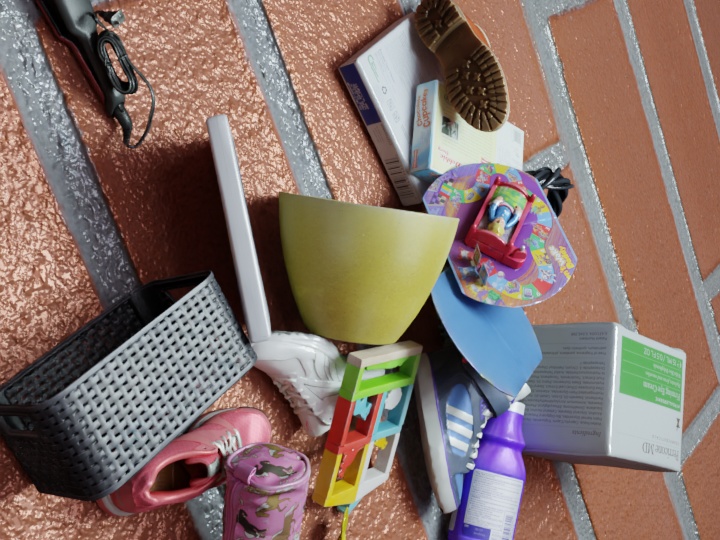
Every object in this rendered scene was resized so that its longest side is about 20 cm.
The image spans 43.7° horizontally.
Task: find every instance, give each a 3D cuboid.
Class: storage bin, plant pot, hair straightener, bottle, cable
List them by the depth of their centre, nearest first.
[{"bbox_3d":[-0.204,0.095,0.781,0.200,0.134,0.095,-43,113,-39],"label":"storage bin"},{"bbox_3d":[-0.245,-0.209,0.823,0.041,0.076,0.203,-36,109,-42],"label":"hair straightener"},{"bbox_3d":[0.000,0.000,0.974,0.198,0.198,0.145,3,97,-44],"label":"plant pot"},{"bbox_3d":[0.170,0.267,1.158,0.082,0.065,0.204,15,79,-11],"label":"bottle"},{"bbox_3d":[0.200,-0.060,1.184,0.198,0.051,0.165,-26,138,-14],"label":"cable"}]

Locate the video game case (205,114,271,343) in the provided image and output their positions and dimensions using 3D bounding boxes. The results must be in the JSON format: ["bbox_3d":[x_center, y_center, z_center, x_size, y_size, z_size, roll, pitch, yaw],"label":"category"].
[{"bbox_3d":[-0.117,-0.039,0.875,0.023,0.182,0.204,-12,93,-6],"label":"video game case"}]

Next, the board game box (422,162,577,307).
[{"bbox_3d":[0.169,-0.056,1.051,0.155,0.039,0.203,-12,63,-16],"label":"board game box"}]

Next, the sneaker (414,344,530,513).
[{"bbox_3d":[0.148,0.188,1.112,0.144,0.081,0.204,-9,87,-5],"label":"sneaker"}]

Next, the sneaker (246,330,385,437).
[{"bbox_3d":[-0.052,0.127,0.973,0.198,0.077,0.101,25,71,-39],"label":"sneaker"}]

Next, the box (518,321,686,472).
[{"bbox_3d":[0.313,0.176,1.237,0.197,0.198,0.175,19,73,-41],"label":"box"}]

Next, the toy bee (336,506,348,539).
[{"bbox_3d":[-0.012,0.343,0.980,0.199,0.109,0.132,37,66,-6],"label":"toy bee"}]

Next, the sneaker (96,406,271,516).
[{"bbox_3d":[-0.150,0.187,0.858,0.198,0.086,0.075,-17,97,-45],"label":"sneaker"}]

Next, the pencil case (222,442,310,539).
[{"bbox_3d":[-0.099,0.264,0.855,0.087,0.081,0.204,-77,178,-72],"label":"pencil case"}]

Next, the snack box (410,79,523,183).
[{"bbox_3d":[0.144,-0.156,1.173,0.198,0.037,0.119,18,72,-44],"label":"snack box"}]

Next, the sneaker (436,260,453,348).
[{"bbox_3d":[0.137,0.065,1.166,0.086,0.077,0.202,-46,116,-34],"label":"sneaker"}]

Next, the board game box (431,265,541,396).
[{"bbox_3d":[0.139,0.070,1.060,0.159,0.039,0.200,54,31,2],"label":"board game box"}]

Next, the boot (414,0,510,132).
[{"bbox_3d":[0.148,-0.253,1.128,0.107,0.075,0.203,15,48,-53],"label":"boot"}]

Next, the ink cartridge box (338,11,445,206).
[{"bbox_3d":[0.076,-0.220,1.167,0.200,0.040,0.202,-45,116,-40],"label":"ink cartridge box"}]

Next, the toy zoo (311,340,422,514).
[{"bbox_3d":[0.006,0.182,1.003,0.130,0.020,0.204,-3,111,-56],"label":"toy zoo"}]
